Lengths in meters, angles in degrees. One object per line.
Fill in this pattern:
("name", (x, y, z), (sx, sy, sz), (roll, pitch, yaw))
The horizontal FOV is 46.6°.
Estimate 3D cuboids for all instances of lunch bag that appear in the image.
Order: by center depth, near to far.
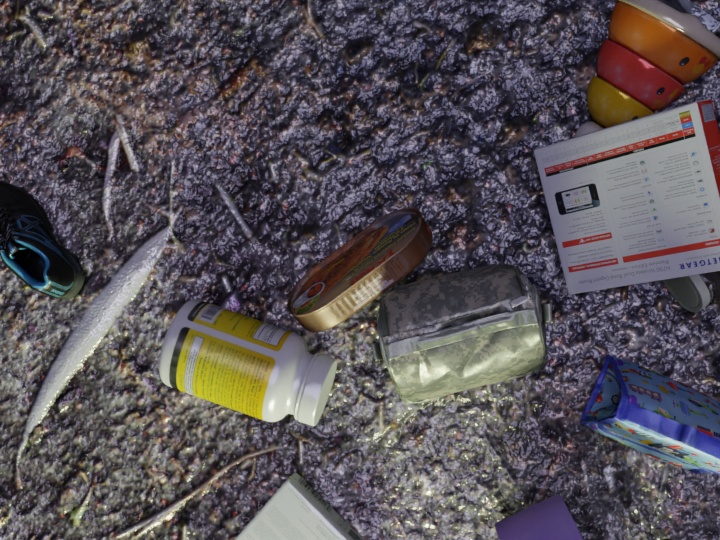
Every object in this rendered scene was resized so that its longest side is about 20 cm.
("lunch bag", (0.341, 0.166, 0.916), (0.149, 0.200, 0.095), (23, 89, 8))
("lunch bag", (0.117, 0.072, 0.966), (0.198, 0.168, 0.141), (-14, 85, 5))

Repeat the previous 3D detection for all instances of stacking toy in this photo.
("stacking toy", (0.321, -0.216, 0.998), (0.145, 0.146, 0.201), (32, 110, 8))

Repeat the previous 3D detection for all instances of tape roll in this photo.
("tape roll", (0.229, 0.357, 0.920), (0.084, 0.200, 0.201), (-27, 84, 4))

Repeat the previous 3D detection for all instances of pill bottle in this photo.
("pill bottle", (-0.135, 0.117, 1.022), (0.198, 0.112, 0.114), (18, 89, 8))

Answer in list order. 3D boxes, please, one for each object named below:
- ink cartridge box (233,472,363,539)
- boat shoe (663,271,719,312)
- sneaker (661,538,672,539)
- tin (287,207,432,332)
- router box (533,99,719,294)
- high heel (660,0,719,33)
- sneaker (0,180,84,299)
("ink cartridge box", (-0.092, 0.382, 1.040), (0.160, 0.047, 0.200), (42, 98, 7))
("boat shoe", (0.369, -0.052, 0.995), (0.060, 0.072, 0.203), (-25, 81, -13))
("sneaker", (0.412, 0.403, 0.963), (0.107, 0.067, 0.204), (-10, 89, 5))
("tin", (0.000, 0.000, 1.014), (0.199, 0.112, 0.042), (-36, 111, 4))
("router box", (0.312, -0.077, 0.948), (0.199, 0.049, 0.181), (-11, 94, 41))
("high heel", (0.425, -0.398, 1.001), (0.142, 0.071, 0.201), (38, 101, 1))
("sneaker", (-0.442, -0.047, 1.085), (0.200, 0.082, 0.073), (44, 94, 9))
